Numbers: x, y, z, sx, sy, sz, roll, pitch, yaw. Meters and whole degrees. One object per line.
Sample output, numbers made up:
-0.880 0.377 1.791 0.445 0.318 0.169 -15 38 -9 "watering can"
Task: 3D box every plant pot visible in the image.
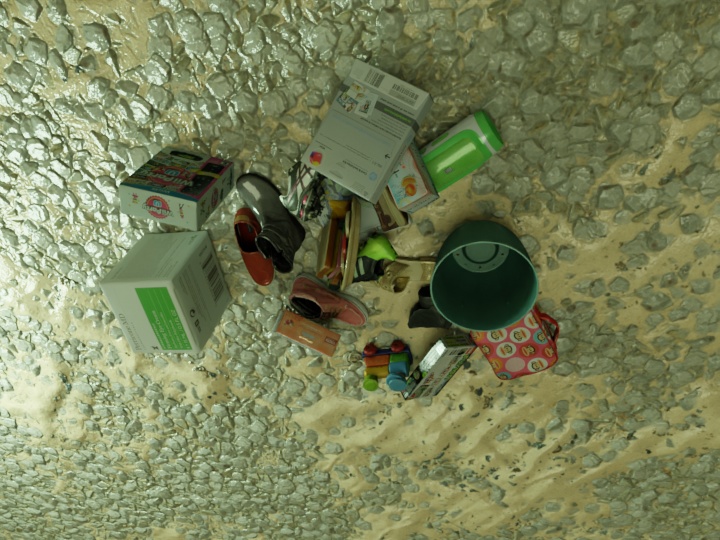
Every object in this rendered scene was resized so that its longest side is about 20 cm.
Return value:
0.242 -0.006 1.051 0.199 0.161 0.202 5 122 8 "plant pot"

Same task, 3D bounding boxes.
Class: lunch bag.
0.354 0.145 1.182 0.175 0.082 0.201 -23 116 22 "lunch bag"

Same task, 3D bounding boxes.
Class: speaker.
0.160 -0.207 0.981 0.199 0.089 0.089 -32 113 26 "speaker"

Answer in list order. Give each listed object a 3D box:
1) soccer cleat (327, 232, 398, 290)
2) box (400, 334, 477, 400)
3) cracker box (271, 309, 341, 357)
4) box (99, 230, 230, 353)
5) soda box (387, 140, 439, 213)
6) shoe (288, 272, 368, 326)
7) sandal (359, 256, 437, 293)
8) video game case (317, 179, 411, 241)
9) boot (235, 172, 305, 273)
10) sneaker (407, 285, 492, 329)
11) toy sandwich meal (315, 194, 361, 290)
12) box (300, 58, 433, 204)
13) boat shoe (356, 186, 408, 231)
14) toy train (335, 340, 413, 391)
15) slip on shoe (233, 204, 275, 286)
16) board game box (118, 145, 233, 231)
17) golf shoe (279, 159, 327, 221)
0.000 0.000 1.137 0.081 0.067 0.200 50 129 2 "soccer cleat"
0.186 0.234 1.262 0.109 0.035 0.201 2 132 -37 "box"
-0.129 0.143 1.202 0.133 0.200 0.058 26 80 -9 "cracker box"
-0.422 0.047 1.173 0.170 0.200 0.200 -2 124 12 "box"
0.067 -0.206 0.944 0.063 0.068 0.201 -27 77 24 "soda box"
-0.073 0.089 1.209 0.199 0.091 0.072 33 122 -13 "shoe"
0.082 0.016 1.148 0.210 0.070 0.078 -5 122 13 "sandal"
-0.015 -0.152 1.082 0.181 0.022 0.201 -18 118 20 "video game case"
-0.190 -0.099 1.079 0.070 0.132 0.200 -32 113 27 "boot"
0.200 0.084 1.184 0.198 0.060 0.105 -3 124 15 "sneaker"
-0.045 -0.055 1.031 0.070 0.206 0.206 7 124 -5 "toy sandwich meal"
0.009 -0.239 0.906 0.155 0.041 0.201 32 95 19 "box"
0.023 -0.159 1.020 0.072 0.072 0.200 -21 124 20 "boat shoe"
0.024 0.245 1.281 0.199 0.116 0.085 -9 121 14 "toy train"
-0.238 -0.044 1.167 0.073 0.061 0.201 -2 124 9 "slip on shoe"
-0.348 -0.163 1.021 0.146 0.200 0.065 13 124 0 "board game box"
-0.096 -0.196 1.012 0.088 0.077 0.201 30 110 17 "golf shoe"
